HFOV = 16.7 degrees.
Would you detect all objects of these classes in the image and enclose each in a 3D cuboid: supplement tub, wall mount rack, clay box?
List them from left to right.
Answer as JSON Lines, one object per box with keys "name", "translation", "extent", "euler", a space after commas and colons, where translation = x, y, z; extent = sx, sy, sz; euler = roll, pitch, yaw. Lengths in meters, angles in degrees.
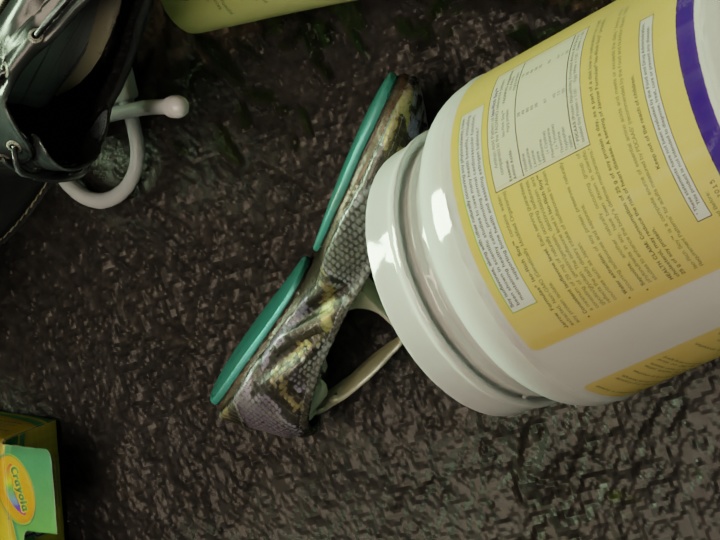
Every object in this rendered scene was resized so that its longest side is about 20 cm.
{"name": "clay box", "translation": [-0.227, 0.131, 1.316], "extent": [0.199, 0.048, 0.116], "euler": [6, 105, 32]}
{"name": "wall mount rack", "translation": [-0.142, -0.126, 1.172], "extent": [0.173, 0.074, 0.201], "euler": [-9, 98, 36]}
{"name": "supplement tub", "translation": [0.115, -0.032, 0.974], "extent": [0.199, 0.145, 0.146], "euler": [-26, 87, 36]}

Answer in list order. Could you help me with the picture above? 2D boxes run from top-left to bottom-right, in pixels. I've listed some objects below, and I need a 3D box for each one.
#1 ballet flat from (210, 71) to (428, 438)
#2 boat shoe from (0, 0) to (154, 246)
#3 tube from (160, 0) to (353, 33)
{"name": "ballet flat", "translation": [0.000, 0.000, 1.121], "extent": [0.072, 0.072, 0.201], "euler": [41, 122, 19]}
{"name": "boat shoe", "translation": [-0.140, -0.074, 1.095], "extent": [0.066, 0.074, 0.200], "euler": [48, 119, 32]}
{"name": "tube", "translation": [-0.001, -0.151, 1.086], "extent": [0.199, 0.052, 0.058], "euler": [-10, 140, 32]}
